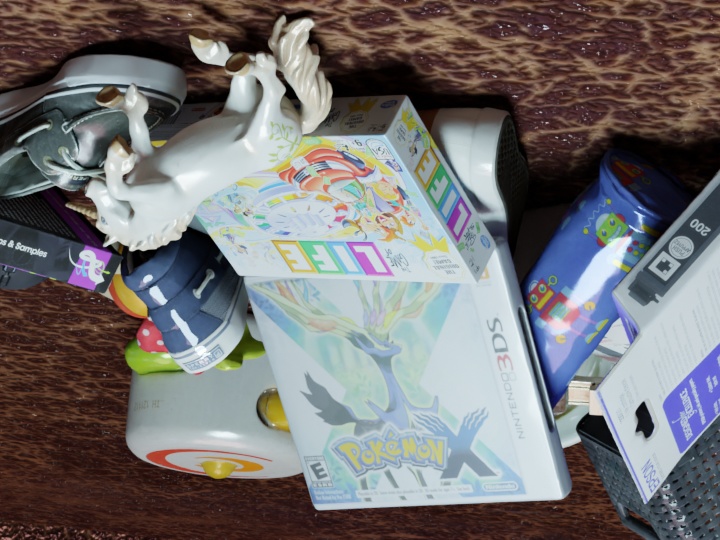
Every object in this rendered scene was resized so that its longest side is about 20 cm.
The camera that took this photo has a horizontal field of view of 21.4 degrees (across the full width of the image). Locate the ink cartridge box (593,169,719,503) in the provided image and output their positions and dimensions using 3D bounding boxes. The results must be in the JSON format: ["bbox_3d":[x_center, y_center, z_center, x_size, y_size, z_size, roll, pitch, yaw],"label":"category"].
[{"bbox_3d":[0.220,0.034,1.237,0.043,0.200,0.198,37,169,30],"label":"ink cartridge box"}]

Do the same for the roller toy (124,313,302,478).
[{"bbox_3d":[-0.124,0.125,1.792,0.198,0.141,0.183,6,165,-4],"label":"roller toy"}]

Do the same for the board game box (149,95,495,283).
[{"bbox_3d":[-0.028,-0.050,1.213,0.198,0.034,0.135,1,140,38],"label":"board game box"}]

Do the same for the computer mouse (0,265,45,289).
[{"bbox_3d":[-0.296,-0.016,1.468,0.139,0.047,0.200,13,174,-20],"label":"computer mouse"}]

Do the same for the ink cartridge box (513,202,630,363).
[{"bbox_3d":[0.221,0.014,1.397,0.145,0.086,0.199,-9,156,41],"label":"ink cartridge box"}]

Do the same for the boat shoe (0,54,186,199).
[{"bbox_3d":[-0.177,-0.084,1.208,0.072,0.072,0.199,17,160,-36],"label":"boat shoe"}]

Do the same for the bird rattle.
[{"bbox_3d":[-0.153,0.010,1.554,0.162,0.114,0.199,28,168,-27],"label":"bird rattle"}]

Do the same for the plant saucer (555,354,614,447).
[{"bbox_3d":[0.124,0.062,1.567,0.198,0.050,0.202,6,130,7],"label":"plant saucer"}]

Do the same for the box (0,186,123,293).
[{"bbox_3d":[-0.275,-0.050,1.295,0.199,0.036,0.143,20,-166,-38],"label":"box"}]

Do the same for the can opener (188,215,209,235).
[{"bbox_3d":[-0.055,-0.044,1.379,0.067,0.054,0.199,-41,141,23],"label":"can opener"}]

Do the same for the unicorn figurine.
[{"bbox_3d":[-0.104,-0.069,1.116,0.198,0.075,0.138,-16,149,8],"label":"unicorn figurine"}]

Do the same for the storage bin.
[{"bbox_3d":[0.286,0.121,1.495,0.199,0.094,0.135,-31,-164,-11],"label":"storage bin"}]

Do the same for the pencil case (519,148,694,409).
[{"bbox_3d":[0.145,0.010,1.268,0.201,0.078,0.087,-55,168,33],"label":"pencil case"}]

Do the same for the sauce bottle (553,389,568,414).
[{"bbox_3d":[0.048,0.079,1.370,0.197,0.065,0.065,-3,164,0],"label":"sauce bottle"}]

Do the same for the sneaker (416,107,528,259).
[{"bbox_3d":[0.064,-0.054,1.255,0.084,0.074,0.200,8,156,14],"label":"sneaker"}]

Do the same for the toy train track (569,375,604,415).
[{"bbox_3d":[0.093,0.093,1.424,0.198,0.033,0.116,2,127,9],"label":"toy train track"}]

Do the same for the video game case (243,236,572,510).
[{"bbox_3d":[0.030,0.074,1.289,0.198,0.184,0.022,-6,-161,31],"label":"video game case"}]

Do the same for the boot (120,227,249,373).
[{"bbox_3d":[-0.122,-0.013,1.371,0.072,0.200,0.091,-30,113,11],"label":"boot"}]
